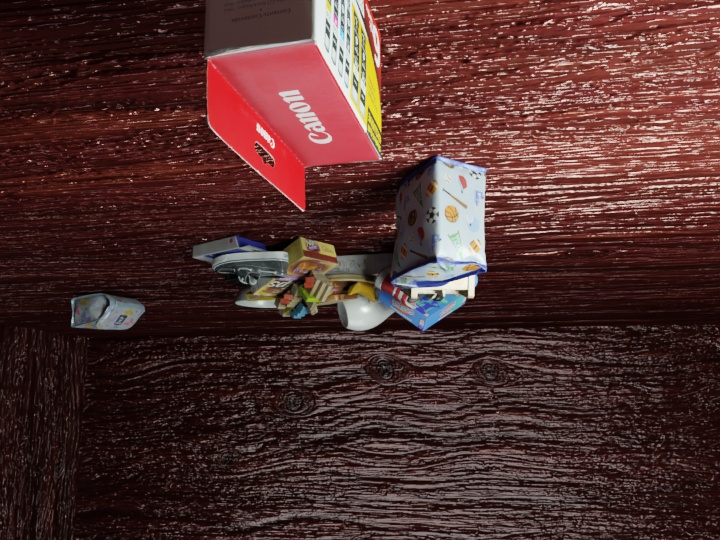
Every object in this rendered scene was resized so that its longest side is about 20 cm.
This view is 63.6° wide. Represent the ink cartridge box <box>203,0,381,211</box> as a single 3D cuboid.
[{"bbox_3d":[-0.041,-0.162,0.466,0.082,0.180,0.200,-3,169,14],"label":"ink cartridge box"}]

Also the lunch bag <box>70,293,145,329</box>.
[{"bbox_3d":[-0.902,0.149,2.077,0.196,0.130,0.169,-12,167,19],"label":"lunch bag"}]

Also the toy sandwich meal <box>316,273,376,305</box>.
[{"bbox_3d":[-0.048,0.058,1.495,0.200,0.072,0.205,-2,169,0],"label":"toy sandwich meal"}]

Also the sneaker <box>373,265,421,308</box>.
[{"bbox_3d":[0.127,0.027,1.433,0.111,0.072,0.199,33,-148,22],"label":"sneaker"}]

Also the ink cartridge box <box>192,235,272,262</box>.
[{"bbox_3d":[-0.296,-0.048,1.363,0.197,0.038,0.094,-6,167,36],"label":"ink cartridge box"}]

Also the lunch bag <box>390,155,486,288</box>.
[{"bbox_3d":[0.116,-0.067,0.955,0.121,0.174,0.199,10,164,-25],"label":"lunch bag"}]

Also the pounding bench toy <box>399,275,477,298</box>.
[{"bbox_3d":[0.168,-0.016,1.296,0.152,0.128,0.200,0,-174,-8],"label":"pounding bench toy"}]

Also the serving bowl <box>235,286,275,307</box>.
[{"bbox_3d":[-0.307,0.077,1.884,0.195,0.068,0.200,0,170,0],"label":"serving bowl"}]

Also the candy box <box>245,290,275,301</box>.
[{"bbox_3d":[-0.249,0.054,1.712,0.100,0.027,0.200,-6,-171,17],"label":"candy box"}]

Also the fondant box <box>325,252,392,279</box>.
[{"bbox_3d":[0.000,0.000,1.551,0.195,0.060,0.144,-4,168,10],"label":"fondant box"}]

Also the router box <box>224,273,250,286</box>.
[{"bbox_3d":[-0.244,0.003,1.563,0.196,0.052,0.148,-9,165,29],"label":"router box"}]

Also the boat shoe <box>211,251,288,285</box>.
[{"bbox_3d":[-0.256,-0.001,1.336,0.195,0.070,0.072,-3,168,16],"label":"boat shoe"}]

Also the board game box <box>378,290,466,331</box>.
[{"bbox_3d":[0.164,0.065,1.498,0.151,0.046,0.198,32,-144,28],"label":"board game box"}]

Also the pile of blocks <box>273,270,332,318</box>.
[{"bbox_3d":[-0.149,0.071,1.392,0.061,0.084,0.199,4,150,-41],"label":"pile of blocks"}]

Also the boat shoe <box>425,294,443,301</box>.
[{"bbox_3d":[0.197,0.024,1.439,0.062,0.074,0.202,31,-160,-6],"label":"boat shoe"}]

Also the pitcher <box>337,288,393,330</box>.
[{"bbox_3d":[0.045,0.087,1.618,0.196,0.124,0.172,-15,166,-20],"label":"pitcher"}]

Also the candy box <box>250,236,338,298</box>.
[{"bbox_3d":[-0.162,0.000,1.401,0.198,0.058,0.115,-32,152,35],"label":"candy box"}]
